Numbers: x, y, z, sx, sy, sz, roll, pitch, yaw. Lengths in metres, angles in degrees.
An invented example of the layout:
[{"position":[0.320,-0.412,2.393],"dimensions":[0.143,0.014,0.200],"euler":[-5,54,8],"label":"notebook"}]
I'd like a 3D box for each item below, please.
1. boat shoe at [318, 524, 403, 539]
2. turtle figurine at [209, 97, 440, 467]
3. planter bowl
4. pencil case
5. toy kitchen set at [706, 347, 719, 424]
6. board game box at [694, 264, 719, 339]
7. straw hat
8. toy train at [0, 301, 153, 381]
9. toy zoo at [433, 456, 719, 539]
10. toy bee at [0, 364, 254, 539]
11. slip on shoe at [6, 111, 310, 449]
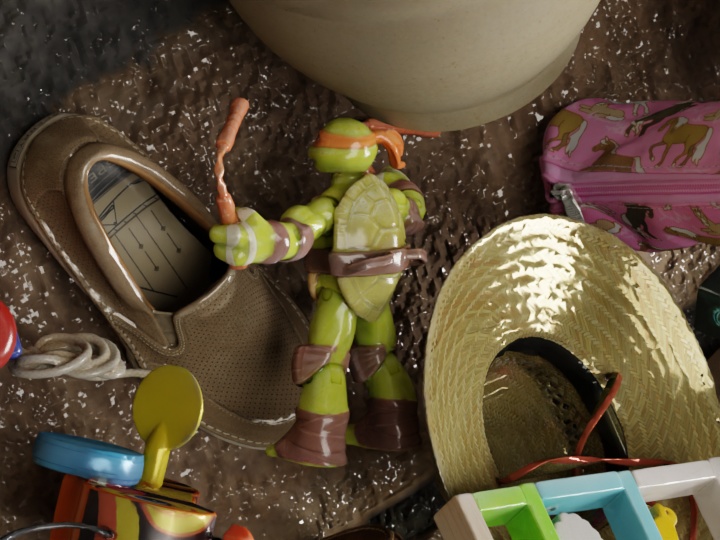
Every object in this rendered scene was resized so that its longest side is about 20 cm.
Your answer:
[{"position":[-0.060,0.156,1.297],"dimensions":[0.199,0.072,0.068],"euler":[-28,106,-30],"label":"boat shoe"},{"position":[0.000,0.000,1.277],"dimensions":[0.200,0.064,0.162],"euler":[-16,106,-62],"label":"turtle figurine"},{"position":[0.029,-0.147,1.252],"dimensions":[0.200,0.200,0.135],"euler":[-42,142,-20],"label":"planter bowl"},{"position":[0.175,-0.044,1.334],"dimensions":[0.083,0.199,0.087],"euler":[46,62,-33],"label":"pencil case"},{"position":[0.305,0.075,1.447],"dimensions":[0.200,0.180,0.164],"euler":[-43,118,-20],"label":"toy kitchen set"},{"position":[0.268,-0.008,1.390],"dimensions":[0.200,0.135,0.028],"euler":[-42,144,-43],"label":"board game box"},{"position":[0.078,0.081,1.329],"dimensions":[0.200,0.085,0.202],"euler":[13,68,-36],"label":"straw hat"},{"position":[-0.173,-0.011,1.205],"dimensions":[0.199,0.084,0.117],"euler":[1,83,-32],"label":"toy train"},{"position":[0.135,0.148,1.257],"dimensions":[0.199,0.020,0.132],"euler":[-3,59,-40],"label":"toy zoo"},{"position":[-0.095,0.117,1.190],"dimensions":[0.108,0.200,0.132],"euler":[14,111,9],"label":"toy bee"},{"position":[-0.075,0.009,1.272],"dimensions":[0.076,0.060,0.200],"euler":[-46,118,-17],"label":"slip on shoe"}]
